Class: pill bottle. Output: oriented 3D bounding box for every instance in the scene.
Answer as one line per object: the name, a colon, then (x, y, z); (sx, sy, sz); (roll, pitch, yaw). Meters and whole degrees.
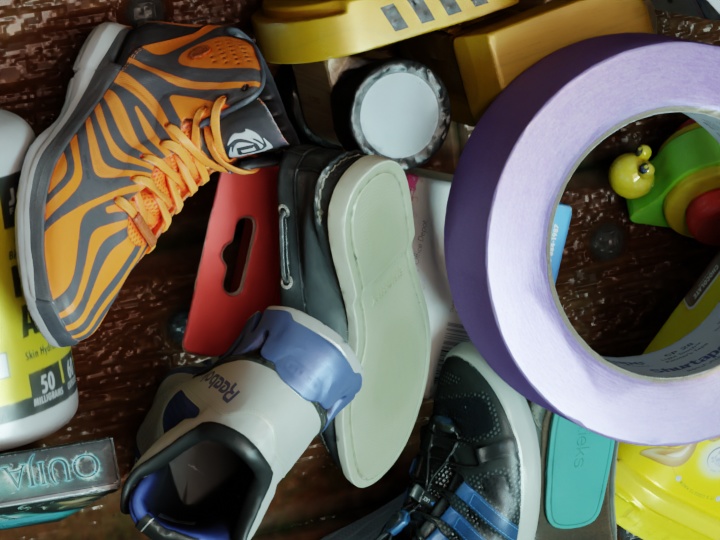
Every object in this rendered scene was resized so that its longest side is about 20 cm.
pill bottle: (-0.206, -0.016, 1.454); (0.111, 0.111, 0.201); (-13, 104, -19)

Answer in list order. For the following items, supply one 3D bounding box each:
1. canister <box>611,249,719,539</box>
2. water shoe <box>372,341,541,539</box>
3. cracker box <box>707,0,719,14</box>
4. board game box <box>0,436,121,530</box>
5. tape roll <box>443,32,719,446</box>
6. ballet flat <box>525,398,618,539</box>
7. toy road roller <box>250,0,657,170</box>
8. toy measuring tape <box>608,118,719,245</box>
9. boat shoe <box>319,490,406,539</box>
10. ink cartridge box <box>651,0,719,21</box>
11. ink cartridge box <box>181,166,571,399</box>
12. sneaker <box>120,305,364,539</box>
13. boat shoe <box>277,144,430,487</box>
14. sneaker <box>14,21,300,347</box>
canister: (0.224, 0.061, 1.615); (0.148, 0.087, 0.200); (26, 107, -32)
water shoe: (0.043, 0.139, 1.527); (0.079, 0.071, 0.201); (-6, 103, -32)
cracker box: (0.220, -0.177, 1.427); (0.200, 0.058, 0.134); (45, 115, -7)
board game box: (-0.229, 0.118, 1.455); (0.199, 0.135, 0.028); (-8, 82, -20)
tape roll: (0.145, -0.016, 1.477); (0.199, 0.066, 0.201); (-3, 98, -18)
ballet flat: (0.102, 0.133, 1.575); (0.067, 0.064, 0.201); (-3, 112, -22)
toy road roller: (0.041, -0.144, 1.522); (0.199, 0.123, 0.147); (-18, 105, -17)
toy measuring tape: (0.232, -0.047, 1.640); (0.199, 0.074, 0.074); (7, 97, -20)
boat shoe: (0.025, 0.162, 1.598); (0.199, 0.072, 0.062); (-32, 107, -17)
ink cartridge box: (0.191, -0.194, 1.531); (0.067, 0.200, 0.117); (-25, 107, -16)
ink cartridge box: (0.000, 0.000, 1.561); (0.199, 0.067, 0.117); (11, 97, -23)
sneaker: (-0.083, 0.100, 1.466); (0.080, 0.199, 0.115); (40, 57, -3)
boat shoe: (-0.013, 0.020, 1.485); (0.074, 0.066, 0.200); (-44, 143, -33)
sneaker: (-0.095, -0.051, 1.439); (0.078, 0.111, 0.201); (65, 30, -47)
